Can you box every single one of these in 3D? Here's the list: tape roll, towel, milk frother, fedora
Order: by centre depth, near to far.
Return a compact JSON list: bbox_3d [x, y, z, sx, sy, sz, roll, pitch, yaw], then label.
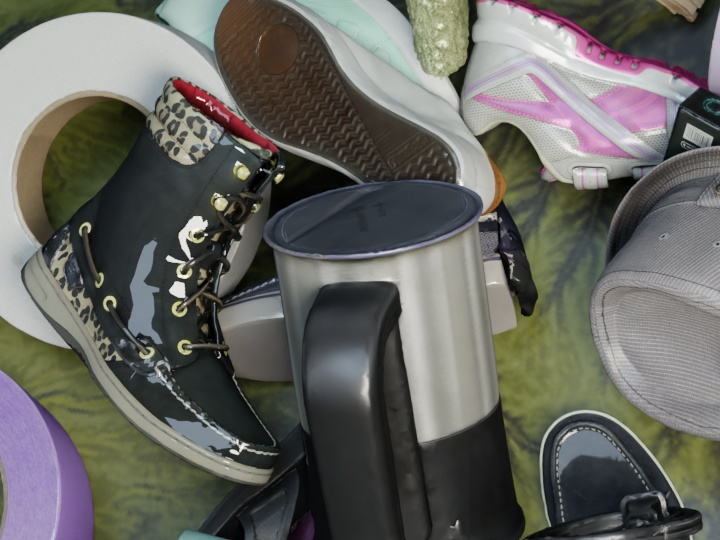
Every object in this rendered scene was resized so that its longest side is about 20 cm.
[{"bbox_3d":[0.063,0.062,1.298,0.200,0.181,0.188,-9,110,-2],"label":"milk frother"},{"bbox_3d":[0.200,0.029,1.324,0.200,0.177,0.090,17,37,33],"label":"fedora"},{"bbox_3d":[0.038,-0.213,1.436,0.036,0.148,0.200,-6,36,6],"label":"towel"},{"bbox_3d":[-0.258,0.146,1.449,0.200,0.066,0.200,-4,70,11],"label":"tape roll"},{"bbox_3d":[-0.151,-0.051,1.479,0.203,0.037,0.203,0,90,19],"label":"tape roll"}]

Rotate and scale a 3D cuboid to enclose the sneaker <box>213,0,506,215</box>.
[{"bbox_3d":[-0.001,-0.087,1.423,0.200,0.085,0.073,42,107,26],"label":"sneaker"}]

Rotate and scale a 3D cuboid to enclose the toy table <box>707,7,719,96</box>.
[{"bbox_3d":[0.269,-0.151,1.390,0.117,0.184,0.200,14,39,11],"label":"toy table"}]

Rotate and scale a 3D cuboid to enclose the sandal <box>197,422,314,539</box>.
[{"bbox_3d":[-0.046,0.146,1.394,0.048,0.075,0.200,36,80,29],"label":"sandal"}]

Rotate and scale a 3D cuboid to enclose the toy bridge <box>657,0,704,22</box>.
[{"bbox_3d":[0.127,-0.202,1.442,0.067,0.200,0.027,-59,28,-11],"label":"toy bridge"}]

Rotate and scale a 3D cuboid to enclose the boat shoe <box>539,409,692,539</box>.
[{"bbox_3d":[0.146,0.163,1.354,0.075,0.062,0.200,-19,66,7],"label":"boat shoe"}]

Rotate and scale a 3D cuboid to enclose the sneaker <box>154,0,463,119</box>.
[{"bbox_3d":[-0.034,-0.122,1.495,0.118,0.074,0.200,-45,64,-6],"label":"sneaker"}]

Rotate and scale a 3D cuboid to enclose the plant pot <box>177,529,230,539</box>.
[{"bbox_3d":[-0.024,0.222,1.298,0.200,0.141,0.141,31,84,7],"label":"plant pot"}]

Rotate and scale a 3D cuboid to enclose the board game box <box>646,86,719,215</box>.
[{"bbox_3d":[0.246,0.003,1.357,0.200,0.135,0.028,32,46,21],"label":"board game box"}]

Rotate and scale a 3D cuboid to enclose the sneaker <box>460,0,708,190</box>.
[{"bbox_3d":[0.145,-0.083,1.439,0.200,0.081,0.088,25,101,8],"label":"sneaker"}]

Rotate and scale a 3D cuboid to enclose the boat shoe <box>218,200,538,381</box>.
[{"bbox_3d":[0.000,0.000,1.451,0.200,0.075,0.093,-10,55,6],"label":"boat shoe"}]

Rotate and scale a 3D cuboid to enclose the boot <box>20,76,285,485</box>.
[{"bbox_3d":[-0.087,0.004,1.380,0.204,0.073,0.154,44,107,30],"label":"boot"}]
